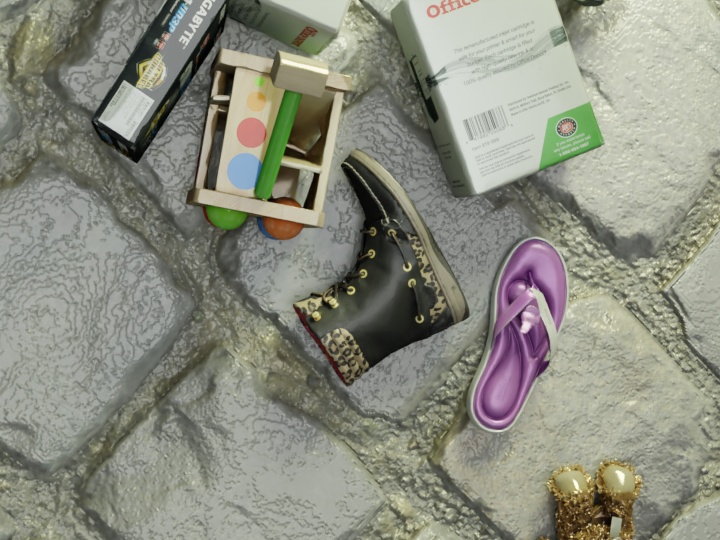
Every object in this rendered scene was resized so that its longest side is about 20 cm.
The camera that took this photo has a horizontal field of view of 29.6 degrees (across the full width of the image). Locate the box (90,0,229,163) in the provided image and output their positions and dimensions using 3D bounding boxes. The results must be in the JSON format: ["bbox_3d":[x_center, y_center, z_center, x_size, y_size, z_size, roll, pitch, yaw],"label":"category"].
[{"bbox_3d":[-0.179,-0.180,1.228,0.046,0.200,0.160,32,86,-7],"label":"box"}]

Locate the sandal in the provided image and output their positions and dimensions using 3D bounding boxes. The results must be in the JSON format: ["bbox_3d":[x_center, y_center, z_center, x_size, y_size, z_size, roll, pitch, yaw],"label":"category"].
[{"bbox_3d":[0.166,0.068,1.374,0.081,0.050,0.205,15,89,-10],"label":"sandal"}]

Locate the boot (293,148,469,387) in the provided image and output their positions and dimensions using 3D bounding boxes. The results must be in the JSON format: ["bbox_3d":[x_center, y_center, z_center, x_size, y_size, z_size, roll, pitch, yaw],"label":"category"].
[{"bbox_3d":[0.000,0.000,1.334,0.150,0.073,0.201,-34,103,-7],"label":"boot"}]

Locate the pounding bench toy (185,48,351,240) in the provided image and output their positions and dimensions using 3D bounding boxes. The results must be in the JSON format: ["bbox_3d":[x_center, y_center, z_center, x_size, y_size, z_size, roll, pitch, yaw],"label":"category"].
[{"bbox_3d":[-0.084,-0.110,1.247,0.123,0.200,0.158,11,90,-10],"label":"pounding bench toy"}]

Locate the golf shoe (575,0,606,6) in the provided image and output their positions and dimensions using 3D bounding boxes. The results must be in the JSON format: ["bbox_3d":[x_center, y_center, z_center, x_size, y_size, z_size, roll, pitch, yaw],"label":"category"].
[{"bbox_3d":[0.198,-0.350,1.361,0.088,0.077,0.201,-25,78,-50],"label":"golf shoe"}]

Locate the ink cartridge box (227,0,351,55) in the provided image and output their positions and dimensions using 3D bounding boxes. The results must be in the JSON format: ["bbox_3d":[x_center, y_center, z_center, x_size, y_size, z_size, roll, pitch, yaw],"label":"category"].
[{"bbox_3d":[-0.106,-0.284,1.265,0.198,0.147,0.084,23,87,-11],"label":"ink cartridge box"}]

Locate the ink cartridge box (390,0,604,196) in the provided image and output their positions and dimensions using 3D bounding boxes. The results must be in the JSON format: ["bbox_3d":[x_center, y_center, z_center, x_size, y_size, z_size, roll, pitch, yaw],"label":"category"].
[{"bbox_3d":[0.131,-0.191,1.333,0.145,0.083,0.202,-20,95,-9],"label":"ink cartridge box"}]

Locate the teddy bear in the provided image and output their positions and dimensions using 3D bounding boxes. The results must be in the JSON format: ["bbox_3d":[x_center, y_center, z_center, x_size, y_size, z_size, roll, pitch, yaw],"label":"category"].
[{"bbox_3d":[0.244,0.294,1.397,0.143,0.067,0.202,-20,89,-18],"label":"teddy bear"}]
